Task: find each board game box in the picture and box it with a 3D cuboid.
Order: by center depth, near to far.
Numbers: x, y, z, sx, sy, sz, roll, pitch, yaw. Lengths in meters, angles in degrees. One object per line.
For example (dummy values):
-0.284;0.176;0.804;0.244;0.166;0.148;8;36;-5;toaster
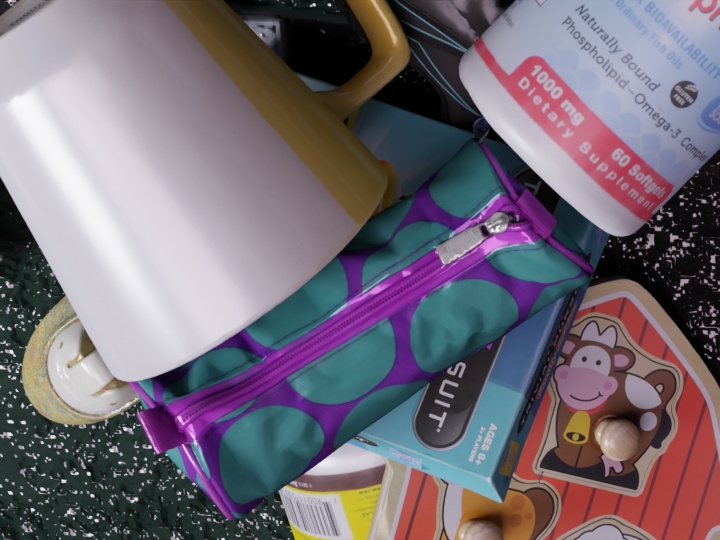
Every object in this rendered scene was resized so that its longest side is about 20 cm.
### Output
0.000;0.000;1.369;0.199;0.047;0.152;19;78;16;board game box

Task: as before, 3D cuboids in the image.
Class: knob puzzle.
0.101;0.101;1.403;0.219;0.030;0.221;-4;103;-19;knob puzzle

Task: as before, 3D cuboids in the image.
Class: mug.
-0.084;-0.067;1.283;0.149;0.187;0.153;-27;107;36;mug

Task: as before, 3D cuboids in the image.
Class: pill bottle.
0.145;-0.119;1.259;0.109;0.109;0.200;43;101;-7;pill bottle
0.029;0.146;1.468;0.109;0.109;0.201;-7;115;22;pill bottle

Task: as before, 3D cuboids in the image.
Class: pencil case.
-0.002;0.024;1.288;0.200;0.092;0.085;-35;81;1;pencil case

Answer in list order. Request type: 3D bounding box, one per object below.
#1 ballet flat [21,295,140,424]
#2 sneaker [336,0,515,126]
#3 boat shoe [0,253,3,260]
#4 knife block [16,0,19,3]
-0.108;0.031;1.478;0.200;0.071;0.071;-31;104;30;ballet flat
0.011;-0.147;1.335;0.079;0.075;0.200;-36;102;33;sneaker
-0.274;-0.034;1.464;0.201;0.072;0.060;28;91;-25;boat shoe
-0.091;-0.160;1.326;0.200;0.064;0.176;1;107;51;knife block
